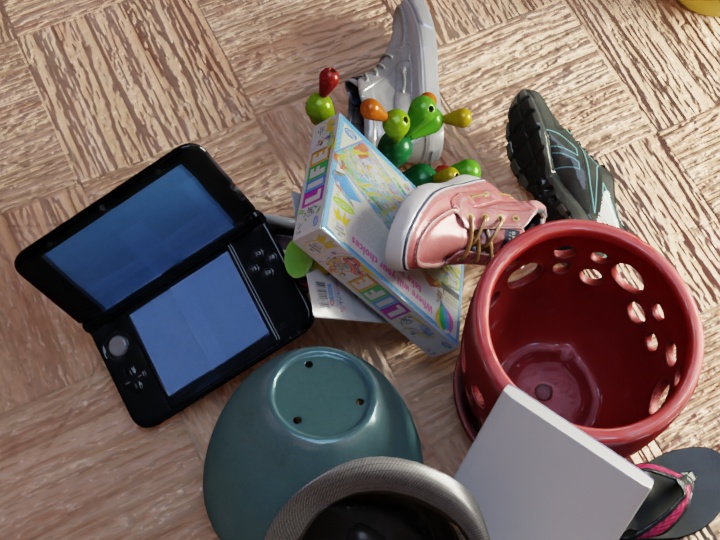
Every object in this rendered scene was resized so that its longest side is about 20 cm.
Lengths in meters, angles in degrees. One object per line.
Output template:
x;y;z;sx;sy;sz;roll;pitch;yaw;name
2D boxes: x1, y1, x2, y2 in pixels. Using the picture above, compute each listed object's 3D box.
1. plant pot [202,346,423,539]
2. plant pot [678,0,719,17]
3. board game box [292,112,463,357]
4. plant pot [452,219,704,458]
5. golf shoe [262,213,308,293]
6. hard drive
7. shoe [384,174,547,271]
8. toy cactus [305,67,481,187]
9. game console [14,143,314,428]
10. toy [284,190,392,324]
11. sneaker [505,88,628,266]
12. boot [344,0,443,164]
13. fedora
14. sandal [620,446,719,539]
-0.036;0.143;0.961;0.196;0.136;0.202;3;48;-4;plant pot
0.418;-0.373;1.286;0.196;0.143;0.203;2;62;-3;plant pot
0.024;-0.030;1.040;0.034;0.200;0.136;-22;43;33;board game box
0.181;0.086;1.005;0.196;0.183;0.204;2;61;-3;plant pot
-0.122;-0.025;1.092;0.196;0.088;0.079;-4;64;-5;golf shoe
0.123;0.209;0.897;0.131;0.202;0.025;32;21;14;hard drive
0.100;-0.036;1.021;0.090;0.073;0.199;20;23;22;shoe
0.016;-0.109;1.113;0.197;0.166;0.103;15;32;-34;toy cactus
-0.168;0.020;0.996;0.198;0.119;0.174;-31;79;9;game console
0.000;0.000;1.064;0.047;0.199;0.117;-23;70;32;toy
0.211;-0.097;1.175;0.078;0.076;0.203;-11;71;-23;sneaker
0.030;-0.206;1.204;0.094;0.074;0.203;0;63;-12;boot
0.002;0.216;0.857;0.197;0.090;0.180;17;96;-21;fedora
0.251;0.210;1.024;0.197;0.045;0.076;-15;64;-12;sandal
